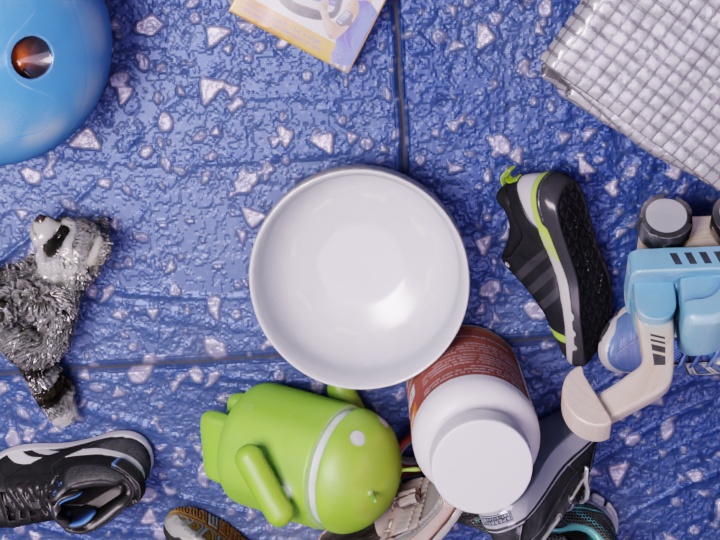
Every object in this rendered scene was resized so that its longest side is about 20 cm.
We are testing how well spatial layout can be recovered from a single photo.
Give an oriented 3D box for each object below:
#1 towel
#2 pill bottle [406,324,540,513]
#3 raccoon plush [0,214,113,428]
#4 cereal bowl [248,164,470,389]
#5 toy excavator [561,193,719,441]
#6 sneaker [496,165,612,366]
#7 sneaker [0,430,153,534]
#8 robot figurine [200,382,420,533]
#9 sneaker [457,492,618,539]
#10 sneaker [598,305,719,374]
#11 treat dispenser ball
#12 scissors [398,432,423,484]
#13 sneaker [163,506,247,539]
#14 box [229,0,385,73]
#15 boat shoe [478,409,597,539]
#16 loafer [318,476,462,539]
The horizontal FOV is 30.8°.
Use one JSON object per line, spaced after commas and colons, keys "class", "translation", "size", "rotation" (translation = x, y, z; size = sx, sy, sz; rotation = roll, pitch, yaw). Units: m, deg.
{"class": "towel", "translation": [0.270, -0.189, 1.124], "size": [0.199, 0.086, 0.166], "rotation": [31, 106, -11]}
{"class": "pill bottle", "translation": [0.098, 0.131, 1.158], "size": [0.111, 0.200, 0.113], "rotation": [0, 107, 0]}
{"class": "raccoon plush", "translation": [-0.267, 0.036, 1.210], "size": [0.133, 0.097, 0.201], "rotation": [-26, 135, -6]}
{"class": "cereal bowl", "translation": [0.000, 0.000, 1.177], "size": [0.198, 0.083, 0.202], "rotation": [0, 105, 2]}
{"class": "toy excavator", "translation": [0.265, 0.044, 1.126], "size": [0.193, 0.201, 0.100], "rotation": [-3, 148, 5]}
{"class": "sneaker", "translation": [0.173, -0.007, 1.198], "size": [0.082, 0.072, 0.201], "rotation": [5, 122, 38]}
{"class": "sneaker", "translation": [-0.298, 0.211, 1.229], "size": [0.198, 0.112, 0.074], "rotation": [-18, 106, 5]}
{"class": "robot figurine", "translation": [-0.050, 0.171, 1.193], "size": [0.199, 0.175, 0.117], "rotation": [12, 113, 29]}
{"class": "sneaker", "translation": [0.162, 0.236, 1.242], "size": [0.198, 0.091, 0.078], "rotation": [15, 108, -9]}
{"class": "sneaker", "translation": [0.317, 0.058, 1.196], "size": [0.198, 0.077, 0.076], "rotation": [-11, 107, -1]}
{"class": "treat dispenser ball", "translation": [-0.302, -0.186, 1.061], "size": [0.199, 0.201, 0.203], "rotation": [0, 107, 0]}
{"class": "scissors", "translation": [-0.001, 0.207, 1.276], "size": [0.198, 0.014, 0.074], "rotation": [-19, 120, 10]}
{"class": "sneaker", "translation": [-0.126, 0.317, 1.281], "size": [0.200, 0.076, 0.088], "rotation": [41, 103, -11]}
{"class": "box", "translation": [-0.017, -0.285, 1.115], "size": [0.118, 0.042, 0.201], "rotation": [26, 108, -8]}
{"class": "boat shoe", "translation": [0.176, 0.191, 1.189], "size": [0.073, 0.199, 0.068], "rotation": [-17, 106, 36]}
{"class": "loafer", "translation": [0.025, 0.239, 1.223], "size": [0.063, 0.072, 0.200], "rotation": [34, 137, -9]}
